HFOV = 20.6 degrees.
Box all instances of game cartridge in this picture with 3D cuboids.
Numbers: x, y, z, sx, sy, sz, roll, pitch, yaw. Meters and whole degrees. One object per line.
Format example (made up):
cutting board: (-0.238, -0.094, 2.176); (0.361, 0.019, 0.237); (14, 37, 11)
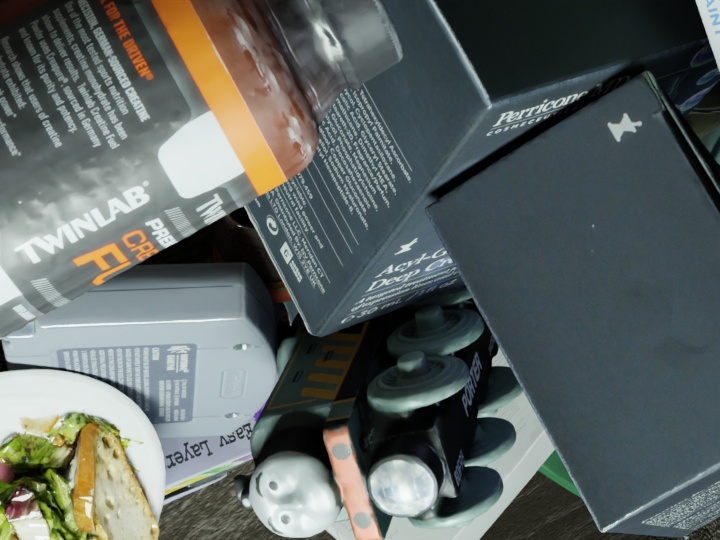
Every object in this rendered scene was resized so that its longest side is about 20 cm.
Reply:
game cartridge: (-0.108, 0.043, 0.987); (0.133, 0.041, 0.200); (2, 160, -6)

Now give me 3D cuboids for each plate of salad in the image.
plate of salad: (-0.182, 0.137, 0.967); (0.200, 0.048, 0.200); (-20, 133, -23)

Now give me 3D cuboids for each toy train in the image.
toy train: (0.010, 0.061, 0.919); (0.114, 0.085, 0.200); (-13, -160, 16)

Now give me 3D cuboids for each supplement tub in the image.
supplement tub: (-0.088, -0.056, 0.676); (0.200, 0.107, 0.107); (-29, 164, 0)

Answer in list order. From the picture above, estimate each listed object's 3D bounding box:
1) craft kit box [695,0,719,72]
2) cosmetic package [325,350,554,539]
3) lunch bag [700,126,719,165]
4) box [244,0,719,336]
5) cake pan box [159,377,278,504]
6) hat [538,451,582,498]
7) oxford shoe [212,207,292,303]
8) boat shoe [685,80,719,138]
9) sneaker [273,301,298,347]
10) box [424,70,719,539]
craft kit box: (0.214, -0.118, 0.786); (0.197, 0.201, 0.048); (-28, -168, -39)
cosmetic package: (0.062, 0.071, 1.025); (0.200, 0.082, 0.051); (-48, 161, -10)
lunch bag: (0.191, -0.082, 1.046); (0.161, 0.077, 0.200); (-65, 159, 9)
box: (0.049, -0.078, 0.839); (0.148, 0.107, 0.200); (-19, 161, -30)
cake pan box: (-0.148, 0.123, 1.173); (0.200, 0.052, 0.184); (-20, 175, -32)
hat: (0.149, 0.025, 1.154); (0.176, 0.200, 0.166); (-51, 150, -15)
oxford shoe: (0.023, -0.044, 0.968); (0.200, 0.071, 0.073); (-25, 160, -11)
boat shoe: (0.148, -0.125, 0.887); (0.075, 0.069, 0.200); (3, 146, -21)
sneaker: (0.000, 0.000, 1.054); (0.200, 0.075, 0.084); (-41, 161, 34)
box: (0.126, 0.023, 0.819); (0.104, 0.148, 0.200); (-31, 163, 12)
